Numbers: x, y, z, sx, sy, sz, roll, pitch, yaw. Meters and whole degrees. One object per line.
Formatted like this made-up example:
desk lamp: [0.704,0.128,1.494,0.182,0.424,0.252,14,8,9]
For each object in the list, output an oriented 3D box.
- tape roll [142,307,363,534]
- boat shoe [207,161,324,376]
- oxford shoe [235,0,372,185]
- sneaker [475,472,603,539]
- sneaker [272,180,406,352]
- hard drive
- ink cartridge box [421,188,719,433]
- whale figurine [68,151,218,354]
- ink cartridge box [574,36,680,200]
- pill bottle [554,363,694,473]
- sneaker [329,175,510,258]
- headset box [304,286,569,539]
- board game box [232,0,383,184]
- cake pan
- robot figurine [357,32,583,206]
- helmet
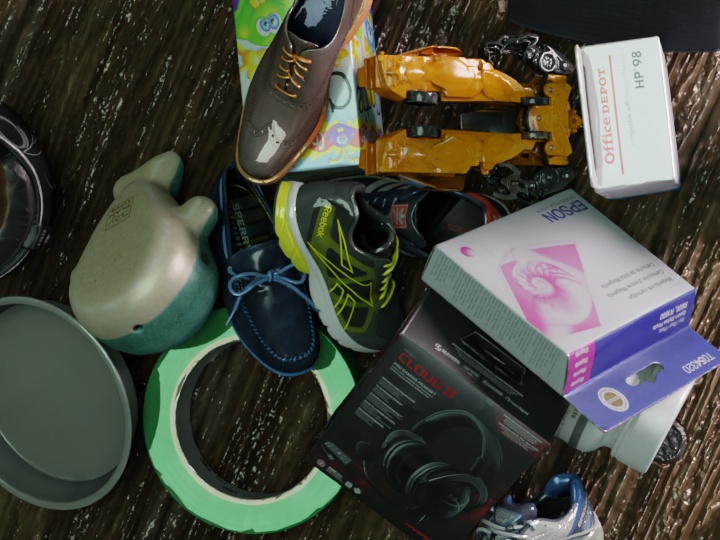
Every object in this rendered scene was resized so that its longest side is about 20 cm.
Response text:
tape roll: [-0.091,0.130,1.677,0.198,0.048,0.203,0,90,12]
boat shoe: [-0.092,-0.003,1.628,0.084,0.069,0.201,-20,62,-19]
oxford shoe: [-0.056,-0.166,1.549,0.071,0.073,0.202,23,95,10]
sneaker: [0.117,0.231,1.567,0.077,0.199,0.086,21,132,43]
sneaker: [0.000,0.000,1.592,0.084,0.200,0.075,-8,49,28]
hard drive: [0.217,-0.246,1.579,0.198,0.042,0.136,10,128,15]
ink cartridge box: [0.181,0.025,1.528,0.200,0.196,0.044,39,127,24]
whale figurine: [-0.179,-0.012,1.651,0.158,0.201,0.104,-30,126,22]
ink cartridge box: [0.218,-0.121,1.533,0.066,0.200,0.117,-7,89,11]
pill bottle: [0.173,0.080,1.587,0.199,0.114,0.115,28,96,10]
sneaker: [0.029,-0.046,1.632,0.198,0.084,0.076,0,90,12]
headset box: [0.068,0.121,1.544,0.148,0.077,0.200,37,132,-1]
board game box: [-0.045,-0.182,1.638,0.104,0.103,0.202,-6,89,12]
cake pan: [-0.279,0.114,1.689,0.199,0.037,0.202,10,112,25]
robot figurine: [0.096,-0.128,1.593,0.198,0.058,0.147,1,89,-26]
helmet: [-0.370,-0.076,1.665,0.198,0.191,0.202,-5,105,-20]
